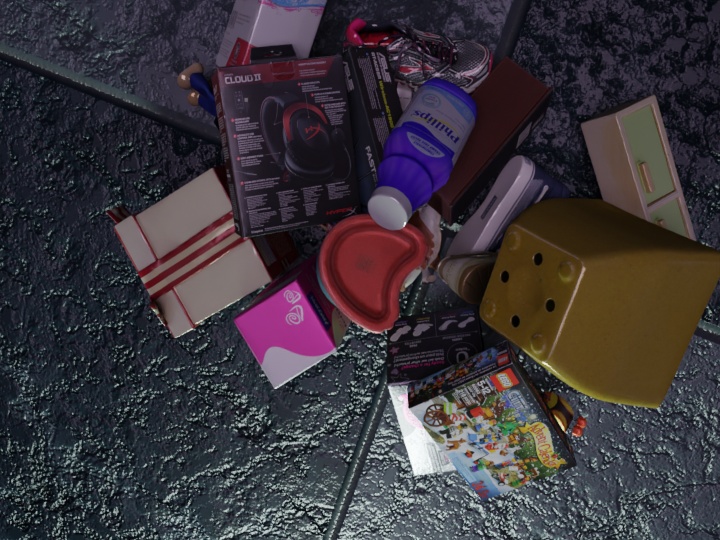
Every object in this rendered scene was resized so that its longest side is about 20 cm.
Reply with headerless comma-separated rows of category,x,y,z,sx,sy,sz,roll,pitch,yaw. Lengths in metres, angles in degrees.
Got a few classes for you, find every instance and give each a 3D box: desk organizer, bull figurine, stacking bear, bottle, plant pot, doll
desk organizer,0.151,-0.165,0.840,0.077,0.072,0.201,40,83,16
bull figurine,0.065,-0.012,0.903,0.064,0.123,0.200,22,121,-42
stacking bear,0.000,0.000,0.806,0.111,0.200,0.124,27,84,-2
bottle,0.067,-0.131,0.735,0.082,0.202,0.066,30,144,1
plant pot,0.253,0.029,0.762,0.195,0.195,0.200,4,111,-36
doll,-0.165,-0.184,0.882,0.048,0.137,0.201,-38,72,-7

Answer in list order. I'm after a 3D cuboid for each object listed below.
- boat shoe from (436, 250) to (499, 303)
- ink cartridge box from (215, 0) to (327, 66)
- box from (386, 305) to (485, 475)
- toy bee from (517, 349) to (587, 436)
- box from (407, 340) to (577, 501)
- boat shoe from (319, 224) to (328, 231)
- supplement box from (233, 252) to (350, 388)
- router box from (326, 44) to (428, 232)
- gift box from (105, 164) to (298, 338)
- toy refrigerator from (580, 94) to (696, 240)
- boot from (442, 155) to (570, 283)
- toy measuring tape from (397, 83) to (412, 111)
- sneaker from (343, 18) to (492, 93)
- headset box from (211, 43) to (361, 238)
boat shoe,0.187,0.006,0.868,0.196,0.063,0.075,-3,114,-36
ink cartridge box,-0.103,-0.332,0.822,0.084,0.148,0.205,16,106,-27
box,0.111,0.167,0.882,0.128,0.117,0.204,-9,129,9
toy bee,0.244,0.211,0.892,0.107,0.202,0.132,24,63,26
box,0.160,0.188,0.795,0.134,0.038,0.201,-26,121,19
boat shoe,-0.081,-0.141,0.908,0.071,0.065,0.201,-38,95,14
supplement box,-0.079,0.057,0.881,0.102,0.200,0.103,-30,98,13
router box,-0.004,-0.154,0.834,0.148,0.061,0.207,-21,84,55
gift box,-0.216,-0.035,0.886,0.183,0.200,0.189,-27,93,14
toy refrigerator,0.357,-0.108,0.837,0.074,0.070,0.206,-23,100,-22
boot,0.194,-0.048,0.890,0.088,0.074,0.202,25,117,-18
toy measuring tape,0.047,-0.165,0.883,0.071,0.074,0.207,9,104,6
sneaker,0.072,-0.272,0.839,0.193,0.075,0.083,5,69,6
headset box,-0.086,-0.153,0.757,0.144,0.075,0.207,-11,101,-17
